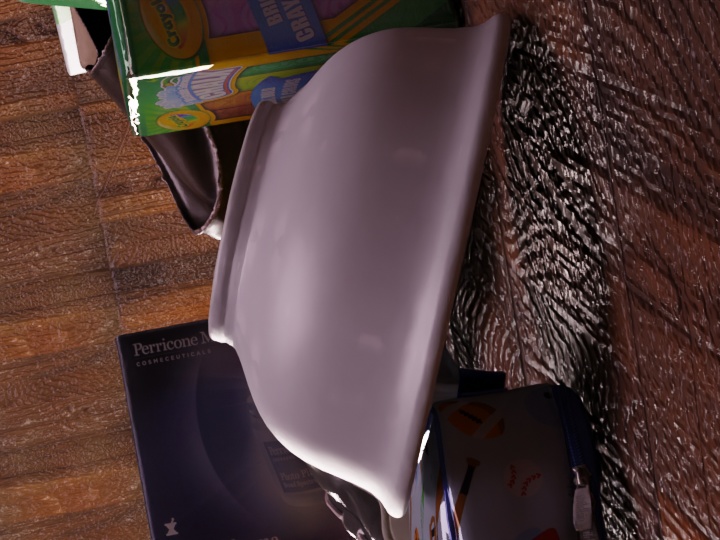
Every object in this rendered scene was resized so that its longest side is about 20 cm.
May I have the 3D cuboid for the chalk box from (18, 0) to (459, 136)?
[{"bbox_3d":[-0.066,-0.141,1.021,0.124,0.200,0.124,110,150,-81],"label":"chalk box"}]

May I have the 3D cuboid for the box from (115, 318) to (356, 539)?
[{"bbox_3d":[-0.056,0.127,1.498,0.123,0.200,0.199,110,149,-82],"label":"box"}]

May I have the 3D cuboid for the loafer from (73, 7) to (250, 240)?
[{"bbox_3d":[-0.114,-0.101,1.144,0.073,0.071,0.200,-44,67,52],"label":"loafer"}]

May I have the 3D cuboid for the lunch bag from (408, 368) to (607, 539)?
[{"bbox_3d":[0.061,0.124,0.866,0.200,0.075,0.160,104,160,-77],"label":"lunch bag"}]

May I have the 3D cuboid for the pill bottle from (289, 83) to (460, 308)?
[{"bbox_3d":[-0.001,-0.023,1.056,0.200,0.111,0.111,94,165,-70],"label":"pill bottle"}]

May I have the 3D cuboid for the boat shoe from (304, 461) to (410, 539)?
[{"bbox_3d":[0.030,0.130,1.163,0.200,0.067,0.057,38,159,51],"label":"boat shoe"}]

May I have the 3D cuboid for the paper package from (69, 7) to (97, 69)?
[{"bbox_3d":[-0.083,-0.210,1.211,0.200,0.103,0.191,5,106,54],"label":"paper package"}]

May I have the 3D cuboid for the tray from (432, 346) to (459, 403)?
[{"bbox_3d":[0.000,0.000,1.199,0.200,0.022,0.107,62,-160,17],"label":"tray"}]

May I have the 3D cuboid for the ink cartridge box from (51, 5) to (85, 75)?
[{"bbox_3d":[-0.113,-0.219,1.429,0.146,0.200,0.084,89,167,-65],"label":"ink cartridge box"}]

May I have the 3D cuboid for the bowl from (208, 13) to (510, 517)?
[{"bbox_3d":[-0.005,-0.010,0.836,0.201,0.090,0.201,11,-90,-89],"label":"bowl"}]
